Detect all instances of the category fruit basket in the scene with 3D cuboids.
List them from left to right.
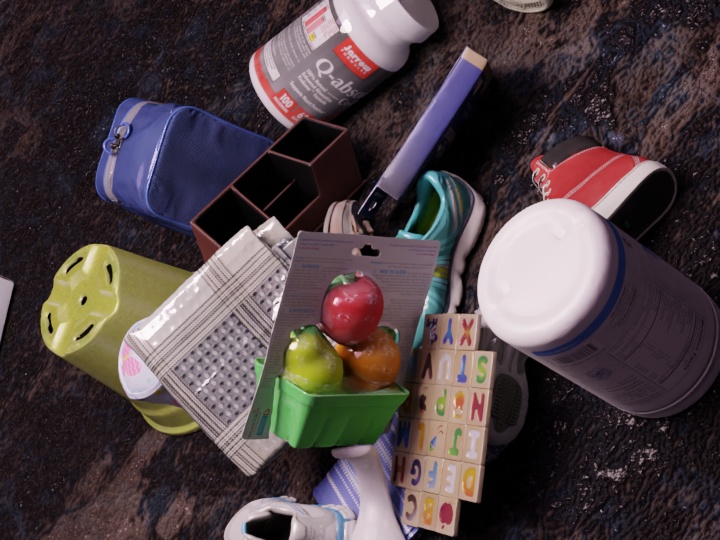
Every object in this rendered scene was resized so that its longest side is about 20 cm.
[{"bbox_3d":[-0.019,0.060,1.455,0.094,0.185,0.200,21,103,44],"label":"fruit basket"}]

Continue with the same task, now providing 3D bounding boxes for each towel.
[{"bbox_3d":[-0.096,0.070,1.542,0.200,0.035,0.193,-41,82,-8],"label":"towel"},{"bbox_3d":[0.045,0.194,1.537,0.200,0.024,0.145,-48,41,10],"label":"towel"}]

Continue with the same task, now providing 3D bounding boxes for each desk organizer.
[{"bbox_3d":[-0.087,-0.074,1.694,0.072,0.077,0.200,20,52,34],"label":"desk organizer"}]

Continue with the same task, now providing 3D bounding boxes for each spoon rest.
[{"bbox_3d":[0.012,0.262,1.473,0.099,0.061,0.200,-7,87,19],"label":"spoon rest"}]

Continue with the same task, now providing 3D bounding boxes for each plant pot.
[{"bbox_3d":[-0.248,0.062,1.770,0.200,0.184,0.201,-23,53,35],"label":"plant pot"}]

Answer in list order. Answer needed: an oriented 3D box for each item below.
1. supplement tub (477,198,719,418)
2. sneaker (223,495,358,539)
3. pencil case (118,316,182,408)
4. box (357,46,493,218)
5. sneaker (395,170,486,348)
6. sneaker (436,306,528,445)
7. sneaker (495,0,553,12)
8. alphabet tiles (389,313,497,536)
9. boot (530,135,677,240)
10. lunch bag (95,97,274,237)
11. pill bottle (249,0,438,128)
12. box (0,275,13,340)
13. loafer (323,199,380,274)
[{"bbox_3d":[0.205,0.035,1.331,0.132,0.200,0.132,-22,55,34],"label":"supplement tub"},{"bbox_3d":[-0.091,0.255,1.567,0.200,0.087,0.075,-16,66,52],"label":"sneaker"},{"bbox_3d":[-0.156,0.105,1.648,0.083,0.200,0.091,35,104,43],"label":"pencil case"},{"bbox_3d":[0.070,-0.132,1.627,0.032,0.121,0.200,35,94,6],"label":"box"},{"bbox_3d":[0.058,-0.006,1.587,0.077,0.080,0.200,2,71,45],"label":"sneaker"},{"bbox_3d":[0.116,0.066,1.486,0.099,0.078,0.200,-6,56,46],"label":"sneaker"},{"bbox_3d":[0.143,-0.335,1.692,0.200,0.075,0.085,28,93,49],"label":"sneaker"},{"bbox_3d":[0.074,0.139,1.453,0.166,0.006,0.200,-2,80,63],"label":"alphabet tiles"},{"bbox_3d":[0.178,-0.045,1.474,0.200,0.072,0.144,-41,38,-15],"label":"boot"},{"bbox_3d":[-0.208,-0.116,1.820,0.132,0.200,0.136,14,83,50],"label":"lunch bag"},{"bbox_3d":[-0.018,-0.251,1.772,0.200,0.116,0.116,-35,48,27],"label":"pill bottle"},{"bbox_3d":[-0.578,0.094,2.144,0.200,0.097,0.177,-10,63,42],"label":"box"},{"bbox_3d":[0.000,0.000,1.645,0.063,0.072,0.200,-18,42,20],"label":"loafer"}]
